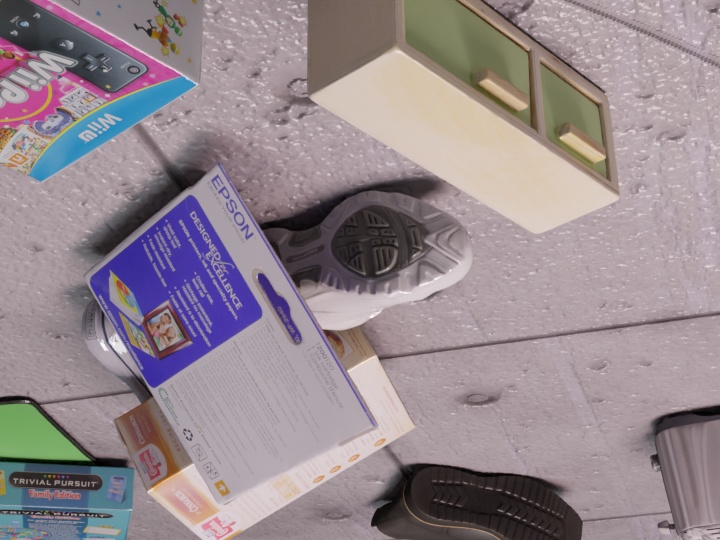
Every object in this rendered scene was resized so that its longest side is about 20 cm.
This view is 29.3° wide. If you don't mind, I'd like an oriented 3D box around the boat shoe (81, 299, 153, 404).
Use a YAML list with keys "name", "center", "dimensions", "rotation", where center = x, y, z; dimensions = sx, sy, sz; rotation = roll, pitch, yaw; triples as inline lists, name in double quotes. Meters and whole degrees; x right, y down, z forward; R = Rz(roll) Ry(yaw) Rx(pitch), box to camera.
- name: "boat shoe"
  center: [-0.142, 0.083, 1.104]
  dimensions: [0.067, 0.074, 0.200]
  rotation: [-9, 150, 25]

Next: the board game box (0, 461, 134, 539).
- name: "board game box"
  center: [-0.317, 0.252, 1.439]
  dimensions: [0.151, 0.047, 0.200]
  rotation: [4, 154, -11]

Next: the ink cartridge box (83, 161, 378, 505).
- name: "ink cartridge box"
  center: [-0.083, 0.045, 0.935]
  dimensions: [0.043, 0.198, 0.200]
  rotation: [-29, 178, -43]

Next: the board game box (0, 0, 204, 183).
- name: "board game box"
  center: [-0.203, -0.134, 0.716]
  dimensions: [0.147, 0.064, 0.200]
  rotation: [-25, 145, 37]

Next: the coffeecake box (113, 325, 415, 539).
- name: "coffeecake box"
  center: [-0.071, 0.123, 1.100]
  dimensions: [0.200, 0.073, 0.154]
  rotation: [-31, 150, -2]

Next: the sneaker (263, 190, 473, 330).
- name: "sneaker"
  center: [0.000, 0.000, 0.973]
  dimensions: [0.200, 0.078, 0.099]
  rotation: [-9, 159, 33]

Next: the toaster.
- name: "toaster"
  center: [0.374, 0.201, 1.280]
  dimensions: [0.200, 0.129, 0.114]
  rotation: [-9, 151, 15]

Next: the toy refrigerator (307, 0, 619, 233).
- name: "toy refrigerator"
  center: [0.064, -0.099, 0.774]
  dimensions: [0.070, 0.076, 0.200]
  rotation: [-24, 143, 36]

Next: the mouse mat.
- name: "mouse mat"
  center: [-0.354, 0.169, 1.333]
  dimensions: [0.161, 0.008, 0.200]
  rotation: [-6, 152, 9]

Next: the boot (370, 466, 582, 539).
- name: "boot"
  center: [0.121, 0.267, 1.470]
  dimensions: [0.200, 0.078, 0.138]
  rotation: [22, 151, -12]
